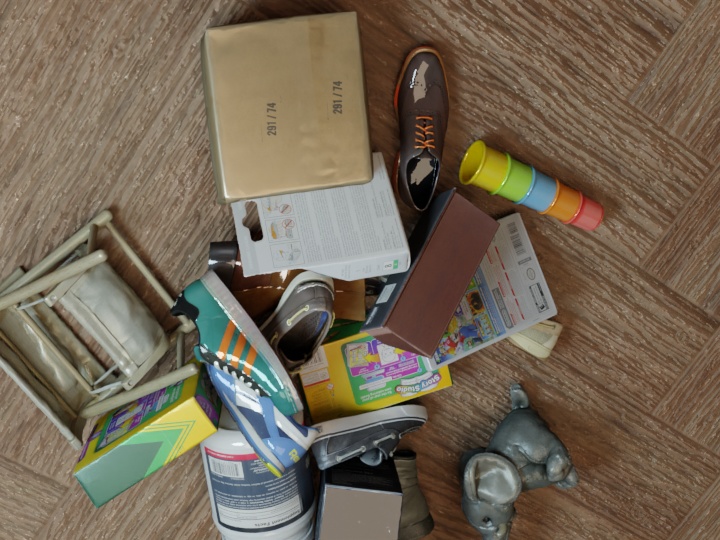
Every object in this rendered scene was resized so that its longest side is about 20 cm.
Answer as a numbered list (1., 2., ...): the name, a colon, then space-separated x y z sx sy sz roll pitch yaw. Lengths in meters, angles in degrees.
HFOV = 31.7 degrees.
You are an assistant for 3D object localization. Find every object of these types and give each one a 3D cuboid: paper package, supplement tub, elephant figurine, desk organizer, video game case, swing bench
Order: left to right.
1. swing bench: -0.332 0.074 1.549 0.199 0.130 0.200 -31 116 8
2. supplement tub: -0.133 0.267 1.662 0.139 0.141 0.202 -10 115 -7
3. paper package: -0.085 -0.188 1.472 0.189 0.103 0.202 -8 96 -9
4. desk organizer: 0.087 0.007 1.555 0.077 0.072 0.201 33 72 -15
5. video game case: 0.145 0.025 1.622 0.199 0.018 0.144 -22 91 -22
6. elephant figurine: 0.189 0.293 1.739 0.199 0.155 0.142 -32 138 -7

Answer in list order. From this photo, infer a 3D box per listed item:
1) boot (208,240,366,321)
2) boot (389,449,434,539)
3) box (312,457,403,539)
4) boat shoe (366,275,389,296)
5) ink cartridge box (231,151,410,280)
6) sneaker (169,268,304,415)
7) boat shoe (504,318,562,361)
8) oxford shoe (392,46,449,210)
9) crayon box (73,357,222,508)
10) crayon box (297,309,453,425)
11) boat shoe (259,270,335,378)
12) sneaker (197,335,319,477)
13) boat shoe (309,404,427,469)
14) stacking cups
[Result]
1. boot: -0.091 0.043 1.592 0.198 0.069 0.190 3 121 -4
2. boot: -0.002 0.329 1.769 0.198 0.068 0.132 -21 105 -4
3. box: -0.010 0.357 1.651 0.103 0.182 0.202 7 95 -3
4. boat shoe: 0.000 0.000 1.628 0.198 0.073 0.063 11 137 -16
5. ink cartridge box: -0.053 -0.059 1.530 0.198 0.162 0.050 -10 145 -6
6. sneaker: -0.146 0.100 1.496 0.080 0.071 0.201 -37 80 -4
7. boat shoe: 0.183 0.050 1.679 0.199 0.072 0.065 30 92 -21
8. oxford shoe: 0.080 -0.172 1.558 0.070 0.073 0.202 -3 113 -10
9. crayon box: -0.256 0.193 1.569 0.172 0.200 0.059 -32 102 3
10. crayon box: 0.013 0.119 1.675 0.198 0.058 0.120 -17 115 -4
11. boat shoe: -0.085 0.089 1.552 0.071 0.060 0.201 14 130 -22
12. sneaker: -0.128 0.151 1.548 0.082 0.074 0.201 -34 82 -7
13. boat shoe: 0.017 0.223 1.672 0.199 0.068 0.072 -4 161 -45
14. stacking cups: 0.225 -0.103 1.623 0.198 0.061 0.061 21 107 -19
